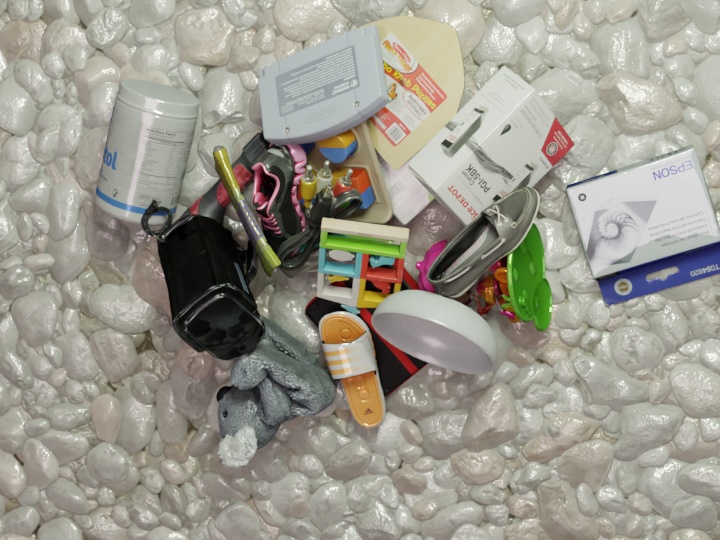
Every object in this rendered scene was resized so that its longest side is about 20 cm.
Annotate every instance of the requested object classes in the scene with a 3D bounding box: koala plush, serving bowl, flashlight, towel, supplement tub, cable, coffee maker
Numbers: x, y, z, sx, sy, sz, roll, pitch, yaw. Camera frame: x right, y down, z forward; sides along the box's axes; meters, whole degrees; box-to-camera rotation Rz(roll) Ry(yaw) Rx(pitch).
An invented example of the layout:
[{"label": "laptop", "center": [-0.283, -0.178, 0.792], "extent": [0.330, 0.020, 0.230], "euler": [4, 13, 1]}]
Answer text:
[{"label": "koala plush", "center": [-0.157, 0.214, 1.801], "extent": [0.183, 0.178, 0.201], "euler": [34, 105, -11]}, {"label": "serving bowl", "center": [0.118, 0.082, 1.681], "extent": [0.198, 0.200, 0.066], "euler": [21, 71, 6]}, {"label": "flashlight", "center": [-0.204, -0.126, 1.771], "extent": [0.068, 0.068, 0.200], "euler": [46, 109, -1]}, {"label": "towel", "center": [-0.170, -0.089, 1.668], "extent": [0.023, 0.144, 0.201], "euler": [-26, 88, -8]}, {"label": "supplement tub", "center": [-0.333, -0.183, 1.751], "extent": [0.131, 0.132, 0.202], "euler": [18, 107, 7]}, {"label": "cable", "center": [-0.063, -0.078, 1.674], "extent": [0.096, 0.051, 0.201], "euler": [5, 139, -22]}, {"label": "coffee maker", "center": [-0.244, 0.019, 1.696], "extent": [0.191, 0.201, 0.135], "euler": [20, 115, -29]}]

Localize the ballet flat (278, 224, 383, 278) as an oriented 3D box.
[{"label": "ballet flat", "center": [-0.042, -0.040, 1.770], "extent": [0.198, 0.068, 0.064], "euler": [-19, 128, 17]}]

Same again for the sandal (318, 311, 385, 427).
[{"label": "sandal", "center": [-0.006, 0.164, 1.781], "extent": [0.078, 0.059, 0.208], "euler": [-18, 106, 9]}]

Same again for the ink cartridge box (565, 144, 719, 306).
[{"label": "ink cartridge box", "center": [0.427, -0.060, 1.666], "extent": [0.198, 0.041, 0.202], "euler": [-18, 100, 16]}]

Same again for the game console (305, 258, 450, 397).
[{"label": "game console", "center": [0.033, 0.084, 1.799], "extent": [0.177, 0.031, 0.200], "euler": [-39, 93, 23]}]

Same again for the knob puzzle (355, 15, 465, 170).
[{"label": "knob puzzle", "center": [0.066, -0.277, 1.623], "extent": [0.217, 0.030, 0.222], "euler": [3, 101, 13]}]

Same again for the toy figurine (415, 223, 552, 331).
[{"label": "toy figurine", "center": [0.179, 0.015, 1.708], "extent": [0.183, 0.151, 0.200], "euler": [0, 144, 29]}]

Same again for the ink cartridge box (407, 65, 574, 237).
[{"label": "ink cartridge box", "center": [0.188, -0.165, 1.608], "extent": [0.200, 0.083, 0.147], "euler": [-46, 135, 4]}]

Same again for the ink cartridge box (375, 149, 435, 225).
[{"label": "ink cartridge box", "center": [0.046, -0.184, 1.701], "extent": [0.117, 0.067, 0.200], "euler": [-40, 93, 17]}]

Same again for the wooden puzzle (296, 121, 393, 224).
[{"label": "wooden puzzle", "center": [-0.054, -0.162, 1.680], "extent": [0.184, 0.046, 0.202], "euler": [7, 124, 38]}]

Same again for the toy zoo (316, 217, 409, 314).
[{"label": "toy zoo", "center": [0.000, 0.000, 1.705], "extent": [0.130, 0.021, 0.201], "euler": [7, 141, 2]}]

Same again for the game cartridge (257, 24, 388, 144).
[{"label": "game cartridge", "center": [-0.054, -0.256, 1.603], "extent": [0.198, 0.040, 0.135], "euler": [-16, 68, 26]}]

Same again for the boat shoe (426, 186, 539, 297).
[{"label": "boat shoe", "center": [0.173, -0.042, 1.586], "extent": [0.200, 0.057, 0.067], "euler": [-48, 49, 15]}]

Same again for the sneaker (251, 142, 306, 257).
[{"label": "sneaker", "center": [-0.133, -0.097, 1.685], "extent": [0.078, 0.095, 0.202], "euler": [17, 127, 23]}]
